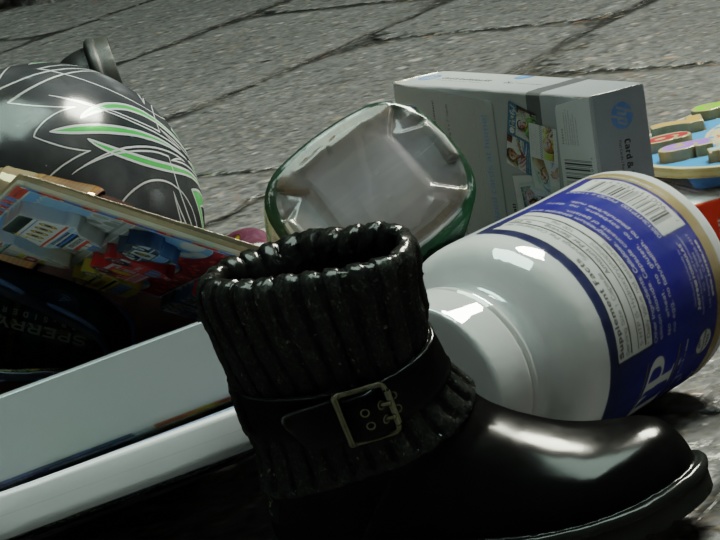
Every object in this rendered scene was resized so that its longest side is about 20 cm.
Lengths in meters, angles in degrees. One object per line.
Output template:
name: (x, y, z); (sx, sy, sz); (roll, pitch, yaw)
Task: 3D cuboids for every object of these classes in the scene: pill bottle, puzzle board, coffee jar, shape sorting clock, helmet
pill bottle: (0.087, 0.031, 1.274); (0.119, 0.120, 0.200); (0, 16, 38)
puzzle board: (-0.114, -0.006, 1.287); (0.150, 0.017, 0.200); (17, -11, -13)
coffee jar: (0.000, 0.000, 1.354); (0.104, 0.085, 0.200); (-36, -17, -17)
shape sorting clock: (0.262, -0.092, 1.568); (0.199, 0.039, 0.200); (-9, 13, 2)
helmet: (-0.189, -0.031, 1.545); (0.191, 0.200, 0.200); (-39, -5, 34)

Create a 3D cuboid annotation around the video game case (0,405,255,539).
video game case: (-0.131, 0.105, 1.213); (0.199, 0.023, 0.182); (-18, -5, -32)

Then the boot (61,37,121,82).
boot: (-0.226, -0.049, 1.698); (0.157, 0.212, 0.080); (-9, 36, -15)

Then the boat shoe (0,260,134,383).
boat shoe: (-0.216, 0.017, 1.330); (0.199, 0.085, 0.069); (3, 7, -2)

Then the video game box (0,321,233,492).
video game box: (-0.127, 0.072, 1.268); (0.199, 0.047, 0.182); (-20, -3, -8)

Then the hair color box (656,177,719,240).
hair color box: (0.238, -0.035, 1.572); (0.199, 0.064, 0.111); (-17, 14, -21)

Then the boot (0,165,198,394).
boot: (-0.162, 0.057, 1.415); (0.166, 0.201, 0.072); (26, 2, 3)

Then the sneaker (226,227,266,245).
sneaker: (-0.075, 0.020, 1.559); (0.090, 0.075, 0.200); (-9, 11, -21)

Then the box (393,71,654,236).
box: (0.095, -0.030, 1.455); (0.041, 0.157, 0.200); (-15, 12, -30)

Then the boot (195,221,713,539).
boot: (0.041, 0.052, 1.127); (0.210, 0.159, 0.079); (-11, 13, 1)
